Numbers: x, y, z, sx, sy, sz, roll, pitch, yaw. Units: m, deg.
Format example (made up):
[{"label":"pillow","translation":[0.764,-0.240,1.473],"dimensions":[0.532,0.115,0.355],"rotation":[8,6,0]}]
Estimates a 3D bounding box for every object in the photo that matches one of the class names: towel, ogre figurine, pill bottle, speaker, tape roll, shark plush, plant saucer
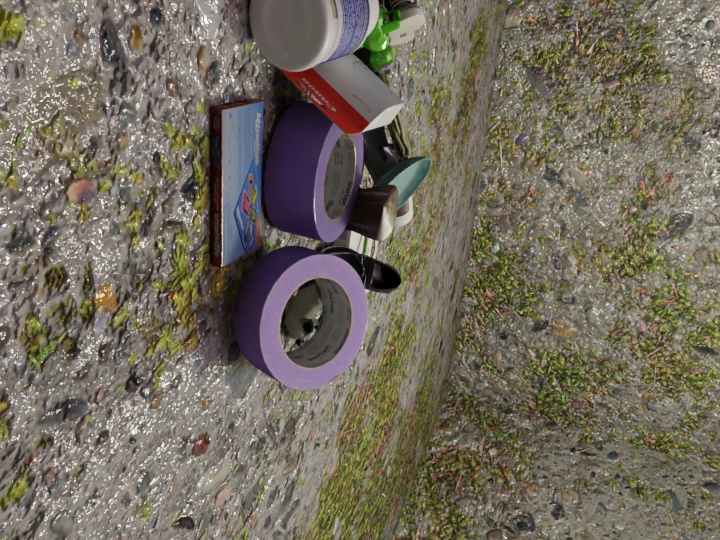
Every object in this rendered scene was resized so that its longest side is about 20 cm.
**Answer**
[{"label":"towel","translation":[0.059,-0.309,1.190],"dimensions":[0.202,0.036,0.151],"rotation":[-97,168,-61]},{"label":"ogre figurine","translation":[0.012,-0.401,0.981],"dimensions":[0.121,0.095,0.204],"rotation":[-111,-164,-49]},{"label":"pill bottle","translation":[-0.051,-0.346,0.830],"dimensions":[0.200,0.117,0.123],"rotation":[-45,145,-54]},{"label":"speaker","translation":[0.082,-0.198,1.452],"dimensions":[0.202,0.079,0.083],"rotation":[80,29,-53]},{"label":"tape roll","translation":[-0.068,-0.154,0.965],"dimensions":[0.200,0.083,0.206],"rotation":[14,89,-74]},{"label":"shark plush","translation":[-0.084,0.089,1.079],"dimensions":[0.082,0.091,0.203],"rotation":[-33,148,-24]},{"label":"tape roll","translation":[-0.087,0.070,0.930],"dimensions":[0.196,0.084,0.207],"rotation":[-11,107,-38]},{"label":"plant saucer","translation":[0.059,-0.154,1.212],"dimensions":[0.199,0.027,0.201],"rotation":[-42,169,-10]}]

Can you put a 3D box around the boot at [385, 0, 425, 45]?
[{"label":"boot","translation":[0.072,-0.490,1.151],"dimensions":[0.200,0.071,0.093],"rotation":[-118,-166,-80]}]

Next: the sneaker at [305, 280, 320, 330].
[{"label":"sneaker","translation":[-0.066,0.068,1.163],"dimensions":[0.202,0.068,0.085],"rotation":[85,9,-52]}]

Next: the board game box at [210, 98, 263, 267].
[{"label":"board game box","translation":[-0.163,-0.117,0.815],"dimensions":[0.103,0.019,0.206],"rotation":[-41,141,-61]}]

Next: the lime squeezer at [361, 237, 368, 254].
[{"label":"lime squeezer","translation":[-0.003,0.032,1.291],"dimensions":[0.071,0.036,0.206],"rotation":[-108,-160,-65]}]

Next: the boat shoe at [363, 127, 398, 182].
[{"label":"boat shoe","translation":[0.016,-0.256,1.216],"dimensions":[0.071,0.069,0.202],"rotation":[-49,132,-24]}]

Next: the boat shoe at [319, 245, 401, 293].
[{"label":"boat shoe","translation":[0.000,0.000,1.207],"dimensions":[0.196,0.062,0.077],"rotation":[19,81,-32]}]

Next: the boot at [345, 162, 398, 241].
[{"label":"boot","translation":[0.014,-0.148,1.083],"dimensions":[0.063,0.198,0.192],"rotation":[17,86,-30]}]

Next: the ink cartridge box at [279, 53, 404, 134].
[{"label":"ink cartridge box","translation":[-0.030,-0.277,0.900],"dimensions":[0.047,0.160,0.200],"rotation":[-47,177,26]}]

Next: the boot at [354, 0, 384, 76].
[{"label":"boot","translation":[0.017,-0.459,1.112],"dimensions":[0.132,0.066,0.204],"rotation":[-75,168,-51]}]

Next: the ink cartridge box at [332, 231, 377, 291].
[{"label":"ink cartridge box","translation":[-0.012,-0.037,1.317],"dimensions":[0.176,0.044,0.206],"rotation":[-27,128,-67]}]
